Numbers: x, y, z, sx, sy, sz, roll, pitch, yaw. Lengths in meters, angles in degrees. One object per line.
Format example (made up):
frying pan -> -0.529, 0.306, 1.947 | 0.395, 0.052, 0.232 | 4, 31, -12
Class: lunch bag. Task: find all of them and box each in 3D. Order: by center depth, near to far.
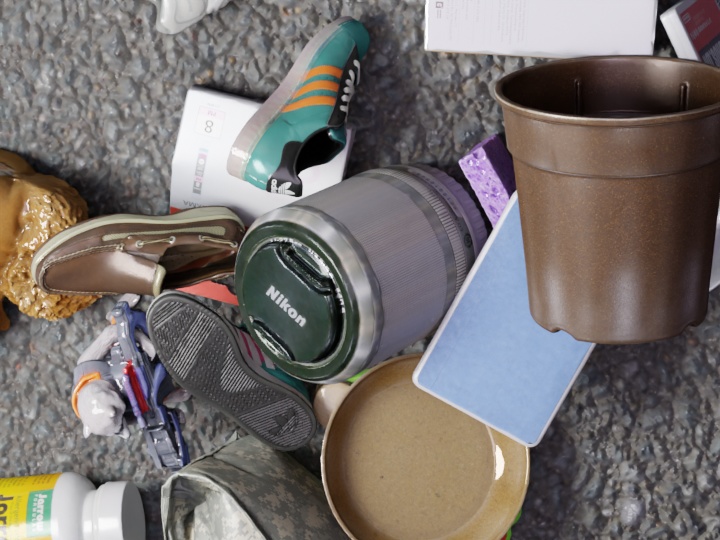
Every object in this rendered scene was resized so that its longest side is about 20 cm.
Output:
lunch bag -> -0.088, 0.247, 1.703 | 0.118, 0.164, 0.200 | -42, 82, 22

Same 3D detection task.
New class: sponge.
sponge -> 0.153, -0.026, 1.702 | 0.030, 0.112, 0.201 | -27, 96, 14

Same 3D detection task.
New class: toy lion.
toy lion -> 0.058, 0.189, 1.789 | 0.191, 0.069, 0.201 | -6, 100, 2

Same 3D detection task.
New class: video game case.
video game case -> 0.328, -0.149, 1.638 | 0.017, 0.143, 0.201 | -23, 98, 28

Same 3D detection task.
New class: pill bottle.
pill bottle -> -0.316, 0.256, 1.825 | 0.199, 0.113, 0.113 | -6, 100, 9

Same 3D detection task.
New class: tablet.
tablet -> 0.147, 0.043, 1.648 | 0.130, 0.014, 0.201 | 28, 98, -3

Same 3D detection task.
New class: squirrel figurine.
squirrel figurine -> -0.342, -0.005, 1.769 | 0.199, 0.142, 0.188 | 12, 109, 8

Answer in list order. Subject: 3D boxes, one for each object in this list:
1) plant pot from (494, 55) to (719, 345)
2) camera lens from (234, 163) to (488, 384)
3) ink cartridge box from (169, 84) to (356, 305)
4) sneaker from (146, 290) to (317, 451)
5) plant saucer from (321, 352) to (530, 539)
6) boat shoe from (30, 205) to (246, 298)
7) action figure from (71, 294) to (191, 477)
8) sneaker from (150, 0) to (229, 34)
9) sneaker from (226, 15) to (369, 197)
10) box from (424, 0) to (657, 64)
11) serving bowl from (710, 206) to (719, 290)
plant pot -> 0.213, -0.057, 1.534 | 0.199, 0.200, 0.199 | 0, 111, 8
camera lens -> 0.000, 0.000, 1.661 | 0.160, 0.200, 0.161 | 19, 120, 36
ink cartridge box -> -0.102, -0.060, 1.766 | 0.162, 0.057, 0.201 | 14, 98, 5
sneaker -> -0.124, 0.074, 1.749 | 0.084, 0.121, 0.200 | -42, 113, 7
plant saucer -> 0.058, 0.177, 1.733 | 0.199, 0.035, 0.201 | 1, 84, -12
boat shoe -> -0.196, -0.009, 1.704 | 0.201, 0.075, 0.075 | -14, 133, -15
action figure -> -0.215, 0.123, 1.743 | 0.104, 0.193, 0.201 | -14, 99, 12
sneaker -> -0.207, -0.305, 1.709 | 0.081, 0.075, 0.200 | -40, 92, -10
sneaker -> -0.036, -0.143, 1.685 | 0.080, 0.071, 0.200 | 28, 63, 14
box -> 0.162, -0.241, 1.653 | 0.199, 0.124, 0.098 | 4, 102, 8
serving bowl -> 0.259, -0.068, 1.700 | 0.199, 0.066, 0.201 | 1, 100, 4
